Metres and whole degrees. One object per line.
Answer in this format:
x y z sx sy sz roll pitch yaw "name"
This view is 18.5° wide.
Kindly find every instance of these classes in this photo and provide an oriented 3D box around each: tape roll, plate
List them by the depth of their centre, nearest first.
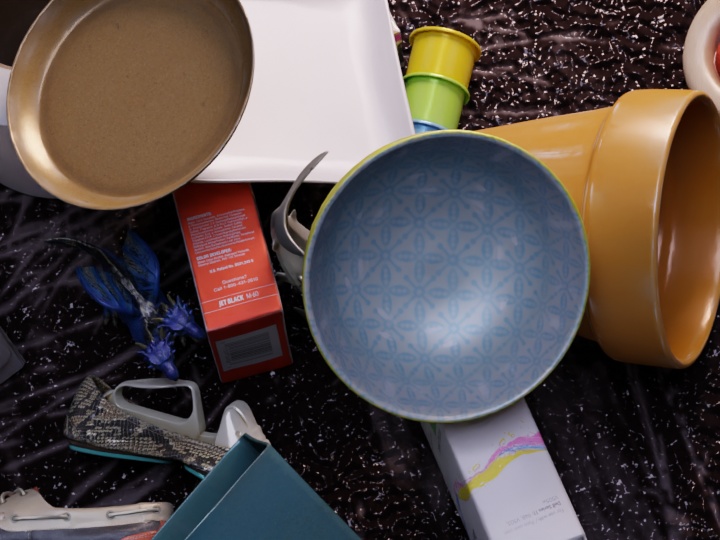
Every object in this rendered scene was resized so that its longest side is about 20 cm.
-0.062 -0.148 1.681 0.198 0.032 0.201 0 65 -24 "plate"
-0.244 -0.175 1.748 0.201 0.139 0.204 -2 68 6 "tape roll"

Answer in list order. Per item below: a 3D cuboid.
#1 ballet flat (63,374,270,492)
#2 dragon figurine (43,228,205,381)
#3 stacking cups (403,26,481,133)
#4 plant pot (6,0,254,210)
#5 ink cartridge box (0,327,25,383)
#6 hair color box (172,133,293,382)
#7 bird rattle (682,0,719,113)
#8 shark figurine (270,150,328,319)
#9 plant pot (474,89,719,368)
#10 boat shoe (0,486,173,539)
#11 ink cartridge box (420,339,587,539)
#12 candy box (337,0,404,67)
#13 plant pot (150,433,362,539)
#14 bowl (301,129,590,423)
-0.126 0.122 1.649 0.199 0.068 0.076 17 93 14 "ballet flat"
-0.177 0.012 1.685 0.059 0.100 0.200 -36 63 -9 "dragon figurine"
0.043 -0.091 1.730 0.060 0.061 0.201 12 69 10 "stacking cups"
-0.164 -0.135 1.614 0.198 0.027 0.202 -7 70 19 "plant pot"
-0.380 0.020 1.678 0.146 0.146 0.200 -37 69 -10 "ink cartridge box"
-0.106 -0.030 1.692 0.063 0.111 0.201 -15 67 -3 "hair color box"
0.320 -0.190 1.728 0.200 0.113 0.163 41 93 22 "bird rattle"
-0.017 -0.014 1.644 0.128 0.215 0.090 23 68 47 "shark figurine"
0.160 -0.035 1.636 0.182 0.200 0.202 4 67 24 "plant pot"
-0.236 0.192 1.631 0.198 0.071 0.063 6 81 3 "boat shoe"
0.107 0.167 1.585 0.067 0.117 0.201 -21 66 -6 "ink cartridge box"
-0.065 -0.232 1.799 0.136 0.061 0.201 -24 68 -5 "candy box"
-0.047 0.237 1.540 0.200 0.141 0.141 43 82 -6 "plant pot"
0.053 -0.003 1.539 0.198 0.108 0.202 -1 99 -7 "bowl"
